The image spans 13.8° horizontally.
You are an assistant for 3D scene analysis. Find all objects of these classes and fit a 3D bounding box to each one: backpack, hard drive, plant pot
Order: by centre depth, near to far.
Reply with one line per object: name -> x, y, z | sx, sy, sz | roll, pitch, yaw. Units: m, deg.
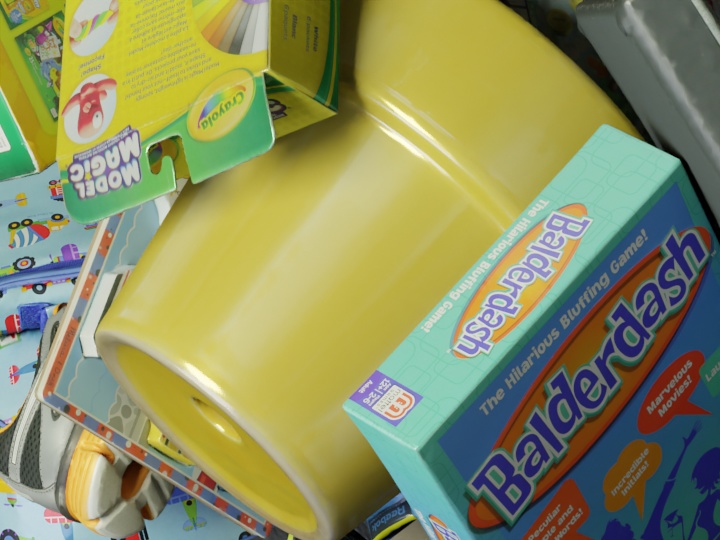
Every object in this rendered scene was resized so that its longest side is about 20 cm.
hard drive -> 0.150, -0.022, 1.105 | 0.200, 0.033, 0.140 | 57, -179, -5
plant pot -> 0.000, 0.000, 1.215 | 0.201, 0.189, 0.201 | 39, 164, 13
backpack -> -0.116, 0.048, 1.420 | 0.200, 0.183, 0.135 | -103, 5, -54

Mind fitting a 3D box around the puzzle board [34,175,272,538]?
puzzle board -> -0.053, -0.004, 1.295 | 0.017, 0.200, 0.151 | 2, 155, 42

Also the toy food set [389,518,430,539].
toy food set -> 0.100, 0.153, 1.281 | 0.200, 0.143, 0.060 | 34, 146, 39

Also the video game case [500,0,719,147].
video game case -> 0.086, -0.108, 1.238 | 0.200, 0.017, 0.143 | 14, 122, 50

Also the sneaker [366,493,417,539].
sneaker -> 0.020, 0.077, 1.405 | 0.200, 0.078, 0.066 | 53, 148, 19

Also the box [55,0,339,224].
box -> -0.062, -0.116, 1.177 | 0.117, 0.048, 0.200 | -20, 55, 37

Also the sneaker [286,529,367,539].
sneaker -> -0.007, 0.173, 1.426 | 0.074, 0.081, 0.200 | 38, 175, 21

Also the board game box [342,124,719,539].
board game box -> 0.092, 0.064, 1.158 | 0.045, 0.152, 0.200 | 29, 160, 42

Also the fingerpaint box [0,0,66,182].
fingerpaint box -> -0.147, -0.159, 1.273 | 0.073, 0.167, 0.200 | -10, 110, 45

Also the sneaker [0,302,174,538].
sneaker -> -0.099, 0.022, 1.322 | 0.077, 0.200, 0.078 | 8, 146, 33
